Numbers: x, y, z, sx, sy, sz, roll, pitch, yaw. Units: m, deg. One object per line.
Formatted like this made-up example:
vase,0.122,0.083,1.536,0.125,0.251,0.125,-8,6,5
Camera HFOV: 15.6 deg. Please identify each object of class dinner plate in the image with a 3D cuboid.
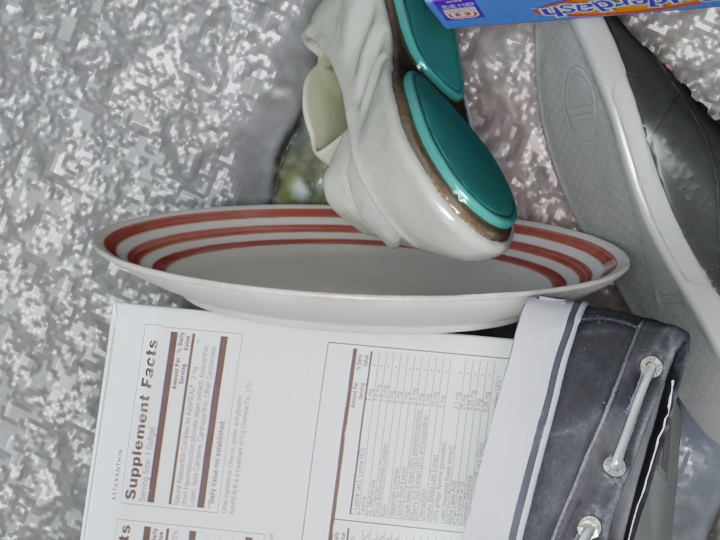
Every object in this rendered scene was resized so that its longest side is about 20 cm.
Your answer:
dinner plate,0.000,0.000,0.969,0.198,0.200,0.024,5,99,12

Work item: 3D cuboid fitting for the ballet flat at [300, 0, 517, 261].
ballet flat,0.012,-0.051,0.980,0.069,0.201,0.070,-4,125,-6

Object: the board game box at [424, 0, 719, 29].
board game box,0.099,-0.198,0.988,0.151,0.045,0.202,-3,80,13

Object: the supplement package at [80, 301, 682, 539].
supplement package,0.011,0.105,0.984,0.198,0.152,0.152,5,80,12

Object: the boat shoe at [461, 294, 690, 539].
boat shoe,0.067,0.110,0.861,0.067,0.072,0.202,10,74,14

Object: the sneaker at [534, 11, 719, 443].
sneaker,0.140,-0.035,1.010,0.098,0.071,0.201,-17,66,-19
